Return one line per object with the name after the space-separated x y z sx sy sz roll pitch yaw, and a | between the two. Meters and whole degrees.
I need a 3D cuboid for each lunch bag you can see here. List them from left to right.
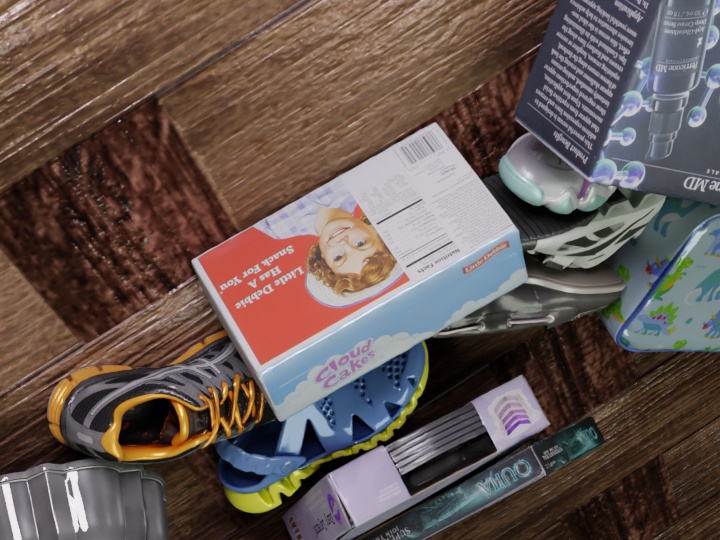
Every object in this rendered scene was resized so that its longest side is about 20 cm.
0.290 -0.011 1.452 0.199 0.083 0.161 2 133 -41 | lunch bag

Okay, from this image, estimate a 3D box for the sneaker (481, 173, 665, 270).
0.148 -0.030 1.320 0.199 0.074 0.089 -13 138 -27 | sneaker

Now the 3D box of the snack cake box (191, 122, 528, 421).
0.000 0.000 1.199 0.199 0.115 0.067 -29 146 -7 | snack cake box

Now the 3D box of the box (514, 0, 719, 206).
0.214 -0.156 1.134 0.148 0.107 0.201 7 114 -29 | box

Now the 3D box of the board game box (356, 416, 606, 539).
0.092 0.185 1.436 0.200 0.028 0.135 -33 171 27 | board game box

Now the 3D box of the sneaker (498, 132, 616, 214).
0.190 -0.123 1.252 0.199 0.078 0.140 -18 142 -37 | sneaker

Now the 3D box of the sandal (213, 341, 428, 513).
-0.036 0.106 1.334 0.200 0.080 0.087 -39 141 4 | sandal

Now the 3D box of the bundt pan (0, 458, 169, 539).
-0.226 0.213 1.262 0.201 0.076 0.202 -15 155 -7 | bundt pan

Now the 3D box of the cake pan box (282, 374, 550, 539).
0.041 0.162 1.410 0.184 0.052 0.200 -27 171 -18 | cake pan box

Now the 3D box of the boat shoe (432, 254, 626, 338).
0.113 0.020 1.355 0.199 0.067 0.057 1 120 -31 | boat shoe

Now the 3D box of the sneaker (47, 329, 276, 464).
-0.115 0.096 1.235 0.199 0.077 0.079 -15 111 -27 | sneaker
